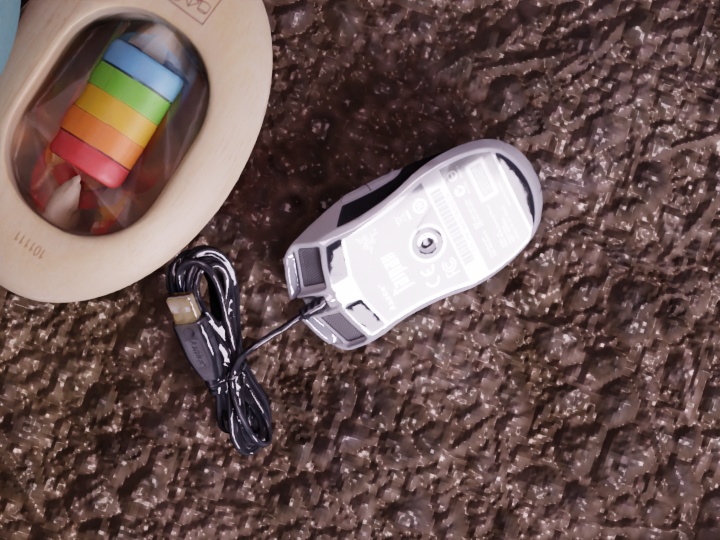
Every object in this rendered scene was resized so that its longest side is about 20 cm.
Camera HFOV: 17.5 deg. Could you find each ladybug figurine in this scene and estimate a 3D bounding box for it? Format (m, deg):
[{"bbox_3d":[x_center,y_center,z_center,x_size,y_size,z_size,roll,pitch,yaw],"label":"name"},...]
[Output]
[{"bbox_3d":[-0.120,-0.076,1.155,0.135,0.072,0.201,36,87,-1],"label":"ladybug figurine"}]

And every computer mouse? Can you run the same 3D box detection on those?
[{"bbox_3d":[0.000,0.000,1.171,0.199,0.044,0.110,-29,111,-7],"label":"computer mouse"}]

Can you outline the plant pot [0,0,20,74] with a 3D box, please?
[{"bbox_3d":[-0.234,-0.129,1.076,0.199,0.135,0.202,-1,88,21],"label":"plant pot"}]
